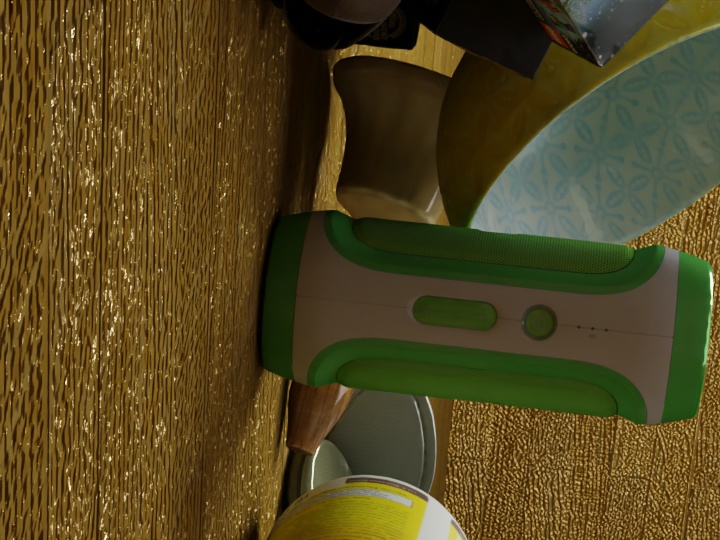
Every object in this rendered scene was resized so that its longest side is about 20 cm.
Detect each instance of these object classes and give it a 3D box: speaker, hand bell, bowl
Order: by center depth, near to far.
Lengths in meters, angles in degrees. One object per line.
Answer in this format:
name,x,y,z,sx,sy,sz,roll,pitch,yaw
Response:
speaker,0.058,0.021,1.026,0.088,0.200,0.089,6,90,-85
bowl,0.111,-0.097,1.093,0.108,0.200,0.200,59,-11,23
hand bell,0.000,0.000,1.161,0.104,0.104,0.200,77,33,-75

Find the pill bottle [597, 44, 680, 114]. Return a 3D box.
pill bottle,0.152,-0.150,1.197,0.113,0.113,0.200,-77,174,-56

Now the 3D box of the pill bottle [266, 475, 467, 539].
pill bottle,-0.005,0.169,1.009,0.200,0.109,0.109,-58,154,-78

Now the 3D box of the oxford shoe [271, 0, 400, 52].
oxford shoe,-0.010,-0.137,0.929,0.084,0.073,0.200,-58,-177,9

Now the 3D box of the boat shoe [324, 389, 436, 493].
boat shoe,-0.001,0.137,1.280,0.060,0.076,0.200,-71,178,-66

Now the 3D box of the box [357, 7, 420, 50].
box,0.023,-0.243,1.177,0.161,0.049,0.200,88,11,-50

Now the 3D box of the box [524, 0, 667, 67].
box,0.126,-0.199,0.899,0.200,0.038,0.137,-45,132,-7

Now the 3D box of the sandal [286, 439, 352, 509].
sandal,0.018,0.174,1.165,0.080,0.057,0.201,39,22,-56

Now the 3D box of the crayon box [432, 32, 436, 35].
crayon box,0.077,-0.227,1.195,0.200,0.058,0.119,91,10,-60

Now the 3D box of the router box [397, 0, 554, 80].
router box,0.080,-0.198,1.001,0.200,0.052,0.157,-64,-163,10
